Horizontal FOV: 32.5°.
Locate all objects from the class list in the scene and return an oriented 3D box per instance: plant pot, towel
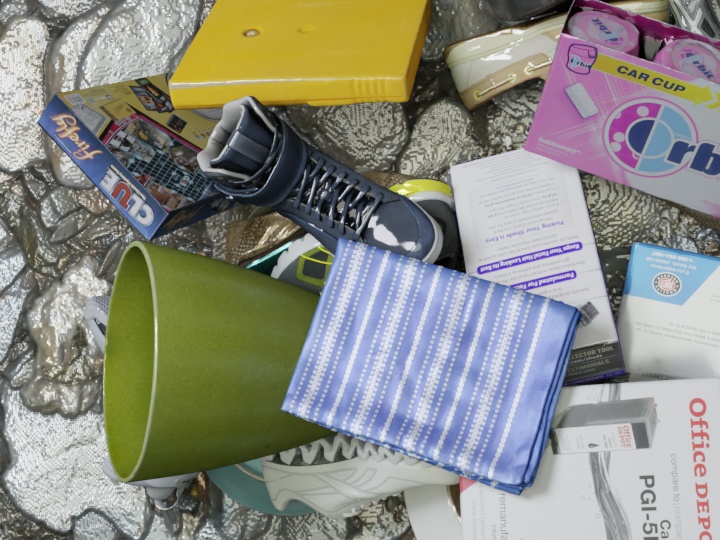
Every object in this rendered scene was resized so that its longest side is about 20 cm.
[{"bbox_3d":[-0.092,0.077,1.003,0.198,0.187,0.189,4,91,-23],"label":"plant pot"},{"bbox_3d":[0.052,0.068,0.915,0.198,0.024,0.146,16,79,16],"label":"towel"}]

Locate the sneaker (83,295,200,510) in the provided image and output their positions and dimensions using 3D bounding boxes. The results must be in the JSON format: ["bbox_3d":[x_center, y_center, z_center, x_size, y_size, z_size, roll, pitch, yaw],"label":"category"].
[{"bbox_3d":[-0.204,0.120,1.123,0.200,0.075,0.115,44,110,21],"label":"sneaker"}]

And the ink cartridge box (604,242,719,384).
[{"bbox_3d":[0.277,0.088,1.022,0.143,0.084,0.202,12,93,12],"label":"ink cartridge box"}]

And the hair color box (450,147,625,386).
[{"bbox_3d":[0.143,-0.003,1.015,0.108,0.065,0.202,-13,55,12],"label":"hair color box"}]

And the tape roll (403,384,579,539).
[{"bbox_3d":[0.123,0.177,1.033,0.201,0.037,0.205,-5,83,40],"label":"tape roll"}]

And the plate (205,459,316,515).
[{"bbox_3d":[-0.071,0.125,1.124,0.198,0.026,0.202,0,90,11],"label":"plate"}]

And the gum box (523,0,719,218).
[{"bbox_3d":[0.241,-0.123,0.966,0.198,0.066,0.114,20,134,6],"label":"gum box"}]

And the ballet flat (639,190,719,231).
[{"bbox_3d":[0.277,-0.082,1.040,0.199,0.046,0.068,24,95,10],"label":"ballet flat"}]

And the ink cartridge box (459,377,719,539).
[{"bbox_3d":[0.178,0.160,0.914,0.198,0.083,0.148,-7,75,20],"label":"ink cartridge box"}]

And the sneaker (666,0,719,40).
[{"bbox_3d":[0.289,-0.186,1.030,0.077,0.078,0.202,-20,84,27],"label":"sneaker"}]

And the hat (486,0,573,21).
[{"bbox_3d":[0.149,-0.249,1.007,0.199,0.201,0.082,-11,105,11],"label":"hat"}]

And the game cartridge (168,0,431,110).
[{"bbox_3d":[-0.045,-0.192,1.051,0.198,0.177,0.033,2,127,11],"label":"game cartridge"}]

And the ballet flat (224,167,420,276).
[{"bbox_3d":[-0.036,-0.056,1.097,0.198,0.071,0.066,-23,69,7],"label":"ballet flat"}]

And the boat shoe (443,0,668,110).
[{"bbox_3d":[0.168,-0.183,1.042,0.198,0.074,0.067,-10,101,33],"label":"boat shoe"}]

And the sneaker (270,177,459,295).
[{"bbox_3d":[0.000,0.000,1.054,0.199,0.074,0.085,-35,55,27],"label":"sneaker"}]

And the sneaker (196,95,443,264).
[{"bbox_3d":[-0.039,-0.064,0.977,0.201,0.146,0.077,28,86,34],"label":"sneaker"}]

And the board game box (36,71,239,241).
[{"bbox_3d":[-0.163,-0.104,1.052,0.136,0.200,0.035,46,117,8],"label":"board game box"}]

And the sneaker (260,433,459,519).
[{"bbox_3d":[0.003,0.172,1.060,0.198,0.075,0.082,-1,101,26],"label":"sneaker"}]
